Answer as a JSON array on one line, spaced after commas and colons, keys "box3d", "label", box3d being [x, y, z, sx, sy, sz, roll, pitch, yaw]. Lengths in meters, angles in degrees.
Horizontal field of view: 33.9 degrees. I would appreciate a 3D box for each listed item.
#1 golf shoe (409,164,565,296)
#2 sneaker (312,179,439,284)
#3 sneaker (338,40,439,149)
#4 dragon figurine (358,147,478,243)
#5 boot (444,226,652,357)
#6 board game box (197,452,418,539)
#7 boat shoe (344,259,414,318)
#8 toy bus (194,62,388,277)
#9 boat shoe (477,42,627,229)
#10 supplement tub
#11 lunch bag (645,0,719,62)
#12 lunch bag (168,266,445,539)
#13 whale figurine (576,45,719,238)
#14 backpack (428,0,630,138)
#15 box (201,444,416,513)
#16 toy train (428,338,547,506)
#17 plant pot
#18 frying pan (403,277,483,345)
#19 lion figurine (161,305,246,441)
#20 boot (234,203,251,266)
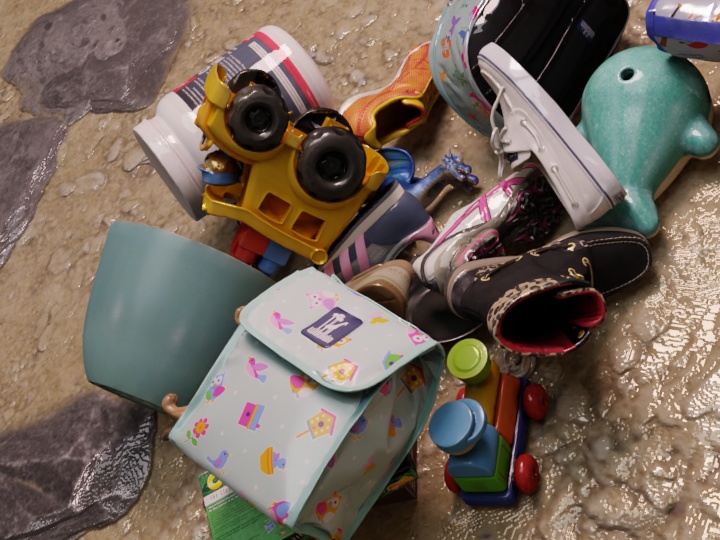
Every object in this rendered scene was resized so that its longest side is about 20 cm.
[{"box3d": [0.130, -0.052, 1.177, 0.092, 0.073, 0.200, 20, 52, 44], "label": "golf shoe"}, {"box3d": [0.000, 0.000, 1.234, 0.200, 0.082, 0.070, -46, 8, 31], "label": "sneaker"}, {"box3d": [0.060, -0.193, 1.332, 0.077, 0.074, 0.200, 21, 54, 38], "label": "sneaker"}, {"box3d": [0.035, -0.093, 1.295, 0.198, 0.059, 0.100, 13, 64, 37], "label": "dragon figurine"}, {"box3d": [0.183, 0.018, 1.042, 0.197, 0.074, 0.151, -9, 13, -6], "label": "boot"}, {"box3d": [-0.051, 0.186, 1.065, 0.198, 0.023, 0.106, -29, 53, 11], "label": "board game box"}, {"box3d": [-0.017, 0.055, 1.193, 0.199, 0.071, 0.065, -32, 16, 38], "label": "boat shoe"}, {"box3d": [-0.099, -0.089, 1.202, 0.193, 0.198, 0.136, -58, 17, 13], "label": "toy bus"}, {"box3d": [0.158, -0.121, 1.123, 0.086, 0.075, 0.203, -39, 76, 8], "label": "boat shoe"}, {"box3d": [-0.137, -0.163, 1.311, 0.199, 0.141, 0.140, -37, 45, -10], "label": "supplement tub"}, {"box3d": [0.384, -0.245, 1.094, 0.169, 0.125, 0.199, 18, 32, 42], "label": "lunch bag"}, {"box3d": [-0.039, 0.108, 1.008, 0.169, 0.122, 0.201, 28, 83, 38], "label": "lunch bag"}, {"box3d": [0.266, -0.130, 1.148, 0.157, 0.104, 0.202, 4, 62, 33], "label": "whale figurine"}, {"box3d": [0.166, -0.240, 1.247, 0.150, 0.177, 0.202, 2, 60, 59], "label": "backpack"}, {"box3d": [-0.048, 0.178, 1.133, 0.198, 0.075, 0.101, -16, 50, 23], "label": "box"}, {"box3d": [0.113, 0.097, 1.062, 0.084, 0.116, 0.202, -5, 55, 28], "label": "toy train"}, {"box3d": [-0.198, 0.064, 1.234, 0.199, 0.200, 0.163, 11, 74, 37], "label": "plant pot"}, {"box3d": [0.119, 0.017, 1.178, 0.188, 0.031, 0.116, -22, 43, 1], "label": "frying pan"}, {"box3d": [-0.094, 0.108, 1.128, 0.122, 0.072, 0.201, 32, 83, 29], "label": "lion figurine"}, {"box3d": [-0.126, -0.068, 1.377, 0.089, 0.073, 0.202, -16, 41, 27], "label": "boot"}]
